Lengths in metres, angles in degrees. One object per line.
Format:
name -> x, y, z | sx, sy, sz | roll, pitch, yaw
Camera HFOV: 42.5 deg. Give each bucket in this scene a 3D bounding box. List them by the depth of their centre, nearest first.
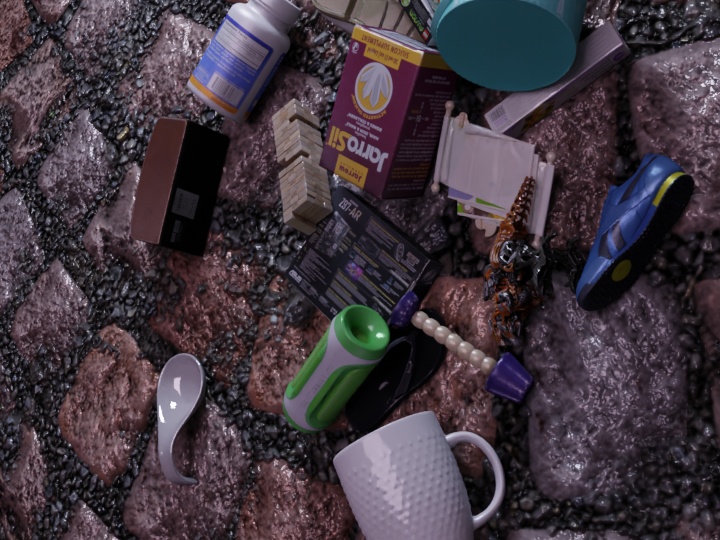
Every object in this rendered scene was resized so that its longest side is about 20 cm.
bucket -> 0.186, -0.330, 1.142 | 0.203, 0.207, 0.137 | -3, 61, 33

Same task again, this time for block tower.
block tower -> -0.087, -0.156, 1.371 | 0.057, 0.053, 0.204 | -32, 51, 33

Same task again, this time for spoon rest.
spoon rest -> -0.284, 0.232, 1.452 | 0.098, 0.060, 0.205 | -8, 77, 32

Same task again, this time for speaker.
speaker -> -0.036, 0.137, 1.254 | 0.089, 0.087, 0.201 | 59, 136, 27

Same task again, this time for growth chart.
growth chart -> 0.171, -0.120, 1.218 | 0.198, 0.018, 0.148 | 31, 120, 34

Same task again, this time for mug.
mug -> 0.087, 0.280, 1.159 | 0.196, 0.148, 0.178 | -23, 72, -5

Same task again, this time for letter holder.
letter holder -> -0.318, -0.142, 1.524 | 0.140, 0.100, 0.205 | 12, 87, 36

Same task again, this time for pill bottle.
pill bottle -> -0.179, -0.347, 1.463 | 0.112, 0.111, 0.202 | 41, 103, 32

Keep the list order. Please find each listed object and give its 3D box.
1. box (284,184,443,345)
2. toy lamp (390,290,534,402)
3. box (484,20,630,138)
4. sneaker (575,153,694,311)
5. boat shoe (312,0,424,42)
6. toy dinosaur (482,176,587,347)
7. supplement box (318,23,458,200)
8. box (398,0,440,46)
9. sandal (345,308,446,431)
box -> 0.000, 0.000, 1.317 | 0.199, 0.043, 0.162 | 40, 103, 32
toy lamp -> 0.132, 0.099, 1.186 | 0.198, 0.058, 0.059 | 35, 100, 18
box -> 0.252, -0.239, 1.197 | 0.199, 0.038, 0.042 | -37, 65, 23
sneaker -> 0.313, -0.047, 1.110 | 0.078, 0.065, 0.202 | 43, 105, 43
boat shoe -> 0.023, -0.366, 1.357 | 0.198, 0.068, 0.076 | 33, 94, 13
toy dinosaur -> 0.200, -0.007, 1.154 | 0.134, 0.101, 0.204 | 8, 115, 51
supplement box -> 0.039, -0.216, 1.269 | 0.130, 0.102, 0.204 | 29, 113, 33
box -> 0.095, -0.394, 1.288 | 0.035, 0.108, 0.203 | -54, 54, 43
sandal -> 0.048, 0.140, 1.258 | 0.076, 0.043, 0.202 | 44, 105, 31
